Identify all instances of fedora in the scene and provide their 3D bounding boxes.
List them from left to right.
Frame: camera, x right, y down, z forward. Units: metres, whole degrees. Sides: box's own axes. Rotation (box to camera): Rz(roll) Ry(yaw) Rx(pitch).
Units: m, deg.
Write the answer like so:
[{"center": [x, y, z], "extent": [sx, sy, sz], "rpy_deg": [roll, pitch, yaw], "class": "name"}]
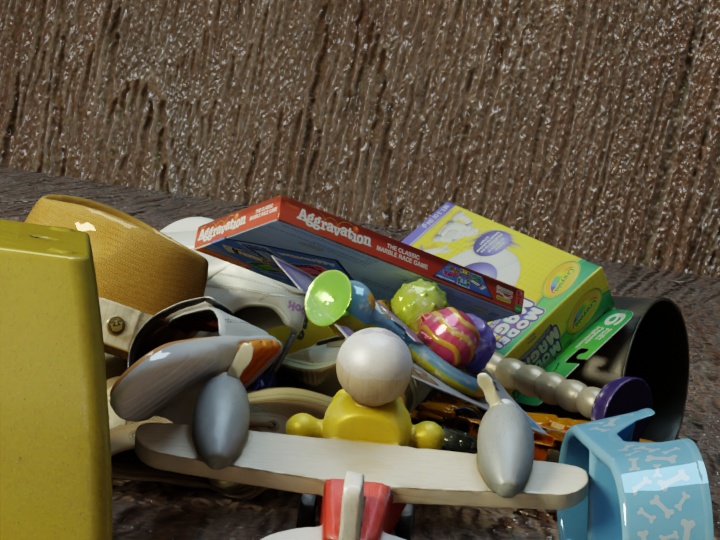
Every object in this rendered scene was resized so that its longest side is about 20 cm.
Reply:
[{"center": [-0.164, 0.003, 1.581], "extent": [0.199, 0.082, 0.201], "rpy_deg": [20, 3, -1], "class": "fedora"}]

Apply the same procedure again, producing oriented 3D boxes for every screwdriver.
[{"center": [-0.056, 0.064, 1.691], "extent": [0.028, 0.029, 0.200], "rpy_deg": [20, 46, 11], "class": "screwdriver"}]

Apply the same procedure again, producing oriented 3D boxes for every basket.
[{"center": [0.135, 0.078, 1.872], "extent": [0.199, 0.137, 0.180], "rpy_deg": [7, -2, 24], "class": "basket"}]

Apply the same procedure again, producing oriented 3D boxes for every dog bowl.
[{"center": [0.153, 0.144, 1.390], "extent": [0.049, 0.112, 0.200], "rpy_deg": [0, 8, -8], "class": "dog bowl"}]

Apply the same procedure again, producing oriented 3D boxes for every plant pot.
[{"center": [-0.225, 0.062, 1.316], "extent": [0.199, 0.178, 0.200], "rpy_deg": [7, 6, -7], "class": "plant pot"}]

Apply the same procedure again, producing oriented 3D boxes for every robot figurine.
[{"center": [0.120, 0.131, 1.688], "extent": [0.199, 0.059, 0.145], "rpy_deg": [11, 6, 15], "class": "robot figurine"}]

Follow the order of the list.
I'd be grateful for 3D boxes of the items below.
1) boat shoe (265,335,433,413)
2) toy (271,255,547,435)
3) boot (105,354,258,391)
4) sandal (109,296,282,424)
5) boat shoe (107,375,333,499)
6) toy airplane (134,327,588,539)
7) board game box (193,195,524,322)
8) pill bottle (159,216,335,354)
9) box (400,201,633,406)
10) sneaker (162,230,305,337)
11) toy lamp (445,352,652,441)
[{"center": [-0.009, 0.081, 1.714], "extent": [0.066, 0.074, 0.199], "rpy_deg": [-29, 13, -34], "class": "boat shoe"}, {"center": [0.042, 0.037, 1.549], "extent": [0.199, 0.047, 0.115], "rpy_deg": [20, 20, -48], "class": "toy"}, {"center": [-0.179, 0.081, 1.670], "extent": [0.155, 0.073, 0.199], "rpy_deg": [14, 7, 38], "class": "boot"}, {"center": [-0.107, 0.047, 1.443], "extent": [0.059, 0.079, 0.207], "rpy_deg": [51, 9, 12], "class": "sandal"}, {"center": [-0.078, 0.119, 1.563], "extent": [0.199, 0.072, 0.065], "rpy_deg": [7, 42, -16], "class": "boat shoe"}, {"center": [0.000, 0.104, 1.384], "extent": [0.199, 0.142, 0.199], "rpy_deg": [0, 9, -42], "class": "toy airplane"}, {"center": [0.000, 0.000, 1.603], "extent": [0.199, 0.020, 0.103], "rpy_deg": [21, -23, -31], "class": "board game box"}, {"center": [-0.077, 0.043, 1.833], "extent": [0.112, 0.113, 0.200], "rpy_deg": [14, -10, 42], "class": "pill bottle"}, {"center": [0.097, 0.026, 1.802], "extent": [0.117, 0.049, 0.199], "rpy_deg": [-41, 42, -23], "class": "box"}, {"center": [-0.128, 0.020, 1.694], "extent": [0.199, 0.100, 0.075], "rpy_deg": [-10, -25, 17], "class": "sneaker"}, {"center": [0.108, 0.074, 1.669], "extent": [0.058, 0.059, 0.199], "rpy_deg": [2, 13, -44], "class": "toy lamp"}]
